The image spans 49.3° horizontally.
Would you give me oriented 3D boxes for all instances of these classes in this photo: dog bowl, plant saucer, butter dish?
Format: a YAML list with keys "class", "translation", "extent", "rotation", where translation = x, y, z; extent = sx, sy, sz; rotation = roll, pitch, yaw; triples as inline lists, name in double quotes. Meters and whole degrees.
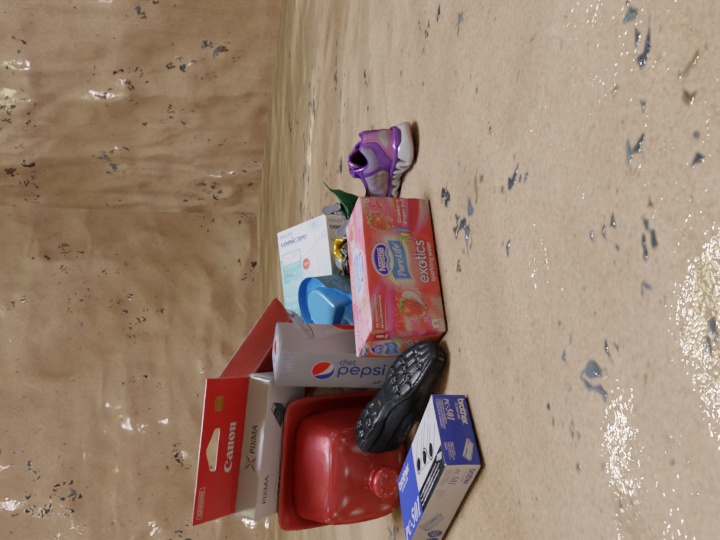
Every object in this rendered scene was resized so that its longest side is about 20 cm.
- class: "dog bowl"
  translation: [-0.023, 0.083, 1.277]
  extent: [0.200, 0.049, 0.112]
  rotation: [43, 137, 31]
- class: "plant saucer"
  translation: [-0.132, 0.180, 1.197]
  extent: [0.200, 0.037, 0.200]
  rotation: [-59, -37, -37]
- class: "butter dish"
  translation: [-0.003, 0.287, 1.133]
  extent: [0.148, 0.200, 0.200]
  rotation: [10, 97, 53]

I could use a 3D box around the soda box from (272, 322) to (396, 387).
- class: "soda box"
  translation: [-0.022, 0.120, 1.108]
  extent: [0.068, 0.199, 0.064]
  rotation: [-105, 21, -55]

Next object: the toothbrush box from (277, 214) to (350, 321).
- class: "toothbrush box"
  translation: [-0.068, 0.012, 1.434]
  extent: [0.146, 0.085, 0.201]
  rotation: [-16, 76, 46]

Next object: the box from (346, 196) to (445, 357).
- class: "box"
  translation: [0.043, 0.008, 1.053]
  extent: [0.095, 0.102, 0.201]
  rotation: [113, 156, -60]

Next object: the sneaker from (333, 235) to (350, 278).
- class: "sneaker"
  translation: [0.000, 0.000, 1.299]
  extent: [0.200, 0.082, 0.078]
  rotation: [-117, 31, -63]

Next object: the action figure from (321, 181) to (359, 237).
- class: "action figure"
  translation: [-0.007, -0.084, 1.288]
  extent: [0.118, 0.055, 0.200]
  rotation: [60, -166, 7]

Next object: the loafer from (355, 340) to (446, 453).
- class: "loafer"
  translation: [0.062, 0.170, 1.037]
  extent: [0.201, 0.070, 0.068]
  rotation: [-59, 29, 32]

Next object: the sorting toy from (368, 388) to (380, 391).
- class: "sorting toy"
  translation: [-0.014, 0.279, 1.290]
  extent: [0.200, 0.107, 0.180]
  rotation: [-18, -51, -78]

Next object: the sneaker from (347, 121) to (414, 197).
- class: "sneaker"
  translation: [0.020, -0.157, 1.207]
  extent: [0.200, 0.088, 0.081]
  rotation: [109, 156, -63]

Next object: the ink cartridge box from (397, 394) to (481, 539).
- class: "ink cartridge box"
  translation: [0.090, 0.244, 0.944]
  extent: [0.200, 0.044, 0.094]
  rotation: [103, 165, -46]

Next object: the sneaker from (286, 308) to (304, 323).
- class: "sneaker"
  translation: [-0.129, 0.137, 1.398]
  extent: [0.115, 0.075, 0.200]
  rotation: [51, 150, 5]

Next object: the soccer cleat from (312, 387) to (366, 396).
- class: "soccer cleat"
  translation: [-0.030, 0.181, 1.227]
  extent: [0.069, 0.077, 0.200]
  rotation: [44, 139, 20]

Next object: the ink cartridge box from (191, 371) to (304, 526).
- class: "ink cartridge box"
  translation: [-0.151, 0.246, 1.096]
  extent: [0.176, 0.045, 0.201]
  rotation: [6, -91, -60]
